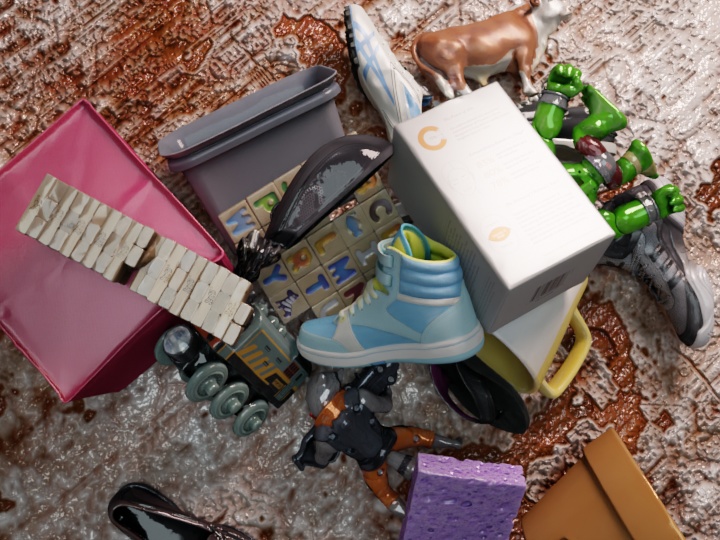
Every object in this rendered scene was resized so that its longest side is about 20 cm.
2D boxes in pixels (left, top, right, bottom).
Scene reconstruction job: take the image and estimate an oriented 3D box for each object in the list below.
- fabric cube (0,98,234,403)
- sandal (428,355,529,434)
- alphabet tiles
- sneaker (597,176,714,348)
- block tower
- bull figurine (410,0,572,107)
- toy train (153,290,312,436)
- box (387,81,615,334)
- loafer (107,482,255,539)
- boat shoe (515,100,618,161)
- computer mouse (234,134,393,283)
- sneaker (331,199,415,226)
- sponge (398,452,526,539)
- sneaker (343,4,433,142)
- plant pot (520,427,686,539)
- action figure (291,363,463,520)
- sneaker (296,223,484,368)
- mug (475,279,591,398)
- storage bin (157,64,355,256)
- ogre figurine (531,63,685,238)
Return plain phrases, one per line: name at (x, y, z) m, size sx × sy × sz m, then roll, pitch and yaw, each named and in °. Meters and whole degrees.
fabric cube at (-0.256, -0.009, 0.767) m, size 0.196 × 0.199 × 0.200 m, roll -42°, pitch 89°, yaw -8°
sandal at (0.105, 0.120, 0.828) m, size 0.200 × 0.075 × 0.048 m, roll 46°, pitch 54°, yaw -17°
alphabet tiles at (-0.028, -0.015, 0.807) m, size 0.166 × 0.008 × 0.202 m, roll -32°, pitch 107°, yaw -4°
sneaker at (0.324, -0.002, 0.880) m, size 0.112 × 0.076 × 0.203 m, roll -12°, pitch 79°, yaw -5°
block tower at (-0.182, -0.007, 0.647) m, size 0.198 × 0.058 × 0.055 m, roll 29°, pitch 82°, yaw -3°
bull figurine at (0.158, -0.249, 0.893) m, size 0.197 × 0.065 × 0.123 m, roll -16°, pitch 82°, yaw -5°
toy train at (-0.124, 0.089, 0.778) m, size 0.114 × 0.201 × 0.085 m, roll -45°, pitch 58°, yaw -10°
box at (0.129, -0.064, 0.751) m, size 0.123 × 0.098 × 0.201 m, roll -24°, pitch 66°, yaw -15°
loafer at (-0.180, 0.294, 0.810) m, size 0.198 × 0.063 × 0.073 m, roll 29°, pitch 83°, yaw -1°
boat shoe at (0.202, -0.165, 0.889) m, size 0.197 × 0.076 × 0.061 m, roll 3°, pitch 84°, yaw -17°
computer mouse at (-0.052, -0.070, 0.728) m, size 0.200 × 0.138 × 0.053 m, roll -43°, pitch 91°, yaw -15°
sneaker at (0.000, 0.000, 0.849) m, size 0.198 × 0.076 × 0.117 m, roll -19°, pitch 84°, yaw -9°
sponge at (0.095, 0.282, 0.797) m, size 0.110 × 0.030 × 0.203 m, roll 7°, pitch 118°, yaw -5°
sneaker at (0.037, -0.213, 0.876) m, size 0.072 × 0.072 × 0.202 m, roll -26°, pitch 90°, yaw -1°
plant pot at (0.260, 0.287, 0.793) m, size 0.139 × 0.200 × 0.202 m, roll -34°, pitch 88°, yaw 9°
action figure at (0.027, 0.160, 0.824) m, size 0.192 × 0.105 × 0.201 m, roll 35°, pitch 85°, yaw -10°
sneaker at (0.017, 0.022, 0.752) m, size 0.197 × 0.080 × 0.133 m, roll -6°, pitch 109°, yaw 22°
mug at (0.174, 0.036, 0.849) m, size 0.148 × 0.187 × 0.154 m, roll 28°, pitch 71°, yaw 31°
storage bin at (-0.101, -0.117, 0.834) m, size 0.198 × 0.146 × 0.136 m, roll -26°, pitch 114°, yaw -7°
ogre figurine at (0.242, -0.109, 0.820) m, size 0.120 × 0.098 × 0.200 m, roll -42°, pitch 117°, yaw 3°
